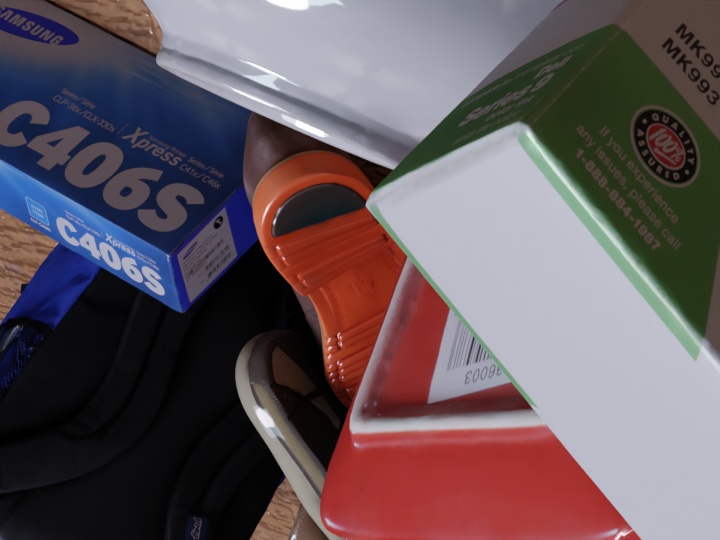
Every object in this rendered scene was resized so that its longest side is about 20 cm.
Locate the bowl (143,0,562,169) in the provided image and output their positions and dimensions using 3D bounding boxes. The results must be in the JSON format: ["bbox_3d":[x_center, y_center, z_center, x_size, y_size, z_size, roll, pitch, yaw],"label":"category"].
[{"bbox_3d":[-0.008,-0.092,0.713,0.201,0.091,0.201,23,-179,0],"label":"bowl"}]

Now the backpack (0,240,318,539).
[{"bbox_3d":[-0.124,0.063,1.052,0.162,0.200,0.168,41,162,-27],"label":"backpack"}]

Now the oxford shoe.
[{"bbox_3d":[0.000,0.000,0.972,0.200,0.071,0.073,66,179,-46],"label":"oxford shoe"}]

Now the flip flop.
[{"bbox_3d":[-0.016,0.119,1.006,0.057,0.081,0.200,-20,114,21],"label":"flip flop"}]

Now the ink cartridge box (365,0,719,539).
[{"bbox_3d":[0.124,-0.035,0.605,0.145,0.200,0.087,50,148,-9],"label":"ink cartridge box"}]

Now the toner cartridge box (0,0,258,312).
[{"bbox_3d":[-0.132,-0.064,1.005,0.200,0.095,0.043,28,146,27],"label":"toner cartridge box"}]

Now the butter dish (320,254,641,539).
[{"bbox_3d":[0.105,0.030,0.773,0.148,0.200,0.200,31,159,-28],"label":"butter dish"}]
